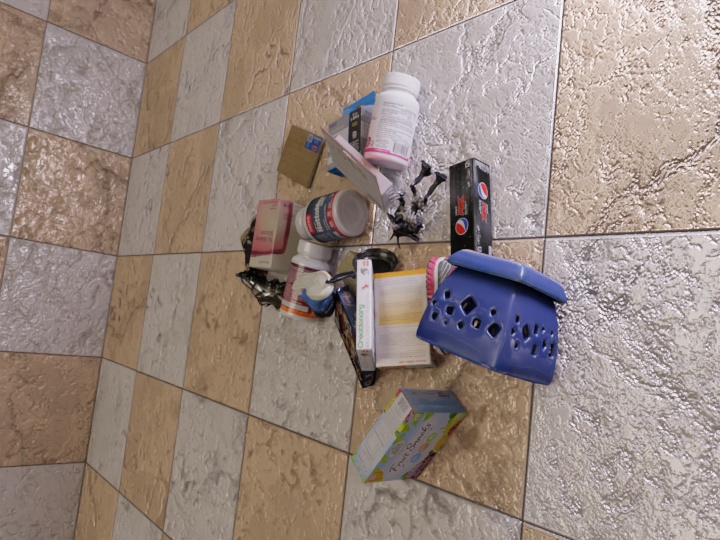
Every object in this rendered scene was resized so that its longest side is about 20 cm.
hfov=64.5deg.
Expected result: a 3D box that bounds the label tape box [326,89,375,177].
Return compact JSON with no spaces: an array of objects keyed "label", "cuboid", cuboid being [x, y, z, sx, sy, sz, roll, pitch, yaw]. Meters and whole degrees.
[{"label":"label tape box","cuboid":[-0.024,-0.373,1.534,0.141,0.065,0.208,-12,74,47]}]

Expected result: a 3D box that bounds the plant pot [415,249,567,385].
[{"label":"plant pot","cuboid":[0.245,0.077,1.026,0.197,0.196,0.186,18,88,49]}]

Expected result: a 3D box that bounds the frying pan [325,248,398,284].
[{"label":"frying pan","cuboid":[0.014,0.004,1.338,0.112,0.190,0.032,18,132,29]}]

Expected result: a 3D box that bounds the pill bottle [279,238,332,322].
[{"label":"pill bottle","cuboid":[-0.143,0.027,1.544,0.113,0.112,0.207,19,96,49]}]

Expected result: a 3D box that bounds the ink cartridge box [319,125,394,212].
[{"label":"ink cartridge box","cuboid":[-0.004,-0.252,1.362,0.045,0.177,0.200,-41,69,-9]}]

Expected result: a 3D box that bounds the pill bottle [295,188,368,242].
[{"label":"pill bottle","cuboid":[-0.083,-0.138,1.509,0.197,0.117,0.124,-9,75,48]}]

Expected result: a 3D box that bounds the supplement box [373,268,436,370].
[{"label":"supplement box","cuboid":[0.097,0.109,1.243,0.122,0.073,0.208,-5,75,18]}]

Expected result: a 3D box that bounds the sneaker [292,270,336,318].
[{"label":"sneaker","cuboid":[-0.090,0.065,1.404,0.078,0.111,0.198,-52,22,-18]}]

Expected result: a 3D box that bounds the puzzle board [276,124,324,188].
[{"label":"puzzle board","cuboid":[-0.184,-0.352,1.752,0.198,0.017,0.155,33,106,47]}]

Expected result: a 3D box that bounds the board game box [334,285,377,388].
[{"label":"board game box","cuboid":[-0.012,0.158,1.368,0.138,0.033,0.203,97,153,-51]}]

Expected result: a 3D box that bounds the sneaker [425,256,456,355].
[{"label":"sneaker","cuboid":[0.176,0.077,1.168,0.072,0.080,0.208,2,107,22]}]

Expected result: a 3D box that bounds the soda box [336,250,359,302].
[{"label":"soda box","cuboid":[0.015,0.047,1.394,0.068,0.063,0.203,-52,48,27]}]

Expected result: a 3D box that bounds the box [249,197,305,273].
[{"label":"box","cuboid":[-0.244,-0.100,1.693,0.126,0.107,0.208,3,83,48]}]

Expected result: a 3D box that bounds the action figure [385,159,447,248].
[{"label":"action figure","cuboid":[0.111,-0.147,1.300,0.119,0.101,0.204,43,112,32]}]

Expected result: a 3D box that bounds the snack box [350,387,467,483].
[{"label":"snack box","cuboid":[0.097,0.334,1.153,0.203,0.165,0.068,-59,44,20]}]

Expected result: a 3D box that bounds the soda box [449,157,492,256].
[{"label":"soda box","cuboid":[0.228,-0.121,1.184,0.070,0.062,0.208,-12,72,48]}]

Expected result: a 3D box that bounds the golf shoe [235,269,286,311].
[{"label":"golf shoe","cuboid":[-0.304,0.061,1.722,0.195,0.077,0.098,21,112,29]}]

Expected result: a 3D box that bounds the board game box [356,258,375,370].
[{"label":"board game box","cuboid":[0.013,0.097,1.235,0.033,0.127,0.206,-2,62,5]}]

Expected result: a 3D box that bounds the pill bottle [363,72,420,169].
[{"label":"pill bottle","cuboid":[0.080,-0.357,1.372,0.112,0.111,0.208,13,90,49]}]

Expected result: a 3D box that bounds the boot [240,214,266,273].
[{"label":"boot","cuboid":[-0.321,-0.078,1.804,0.199,0.071,0.155,-37,54,42]}]
